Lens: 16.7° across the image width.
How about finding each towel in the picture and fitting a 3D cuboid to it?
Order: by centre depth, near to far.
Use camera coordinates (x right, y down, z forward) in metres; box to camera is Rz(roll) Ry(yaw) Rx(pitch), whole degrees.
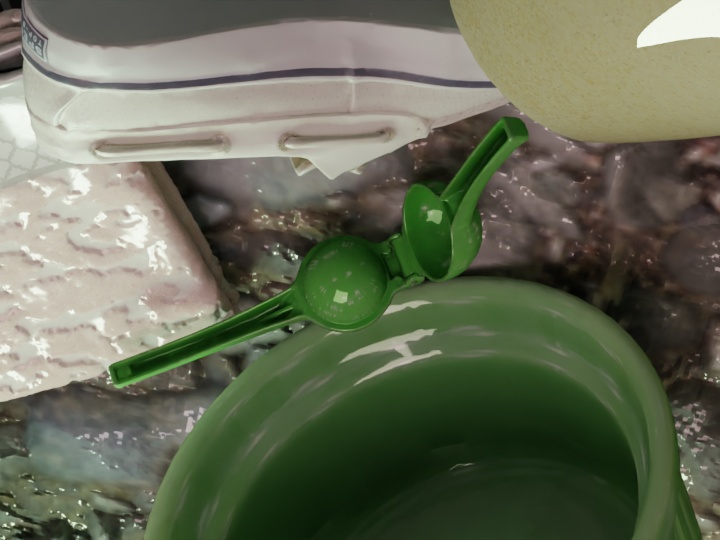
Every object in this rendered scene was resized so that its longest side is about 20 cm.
[{"bbox_3d":[-0.162,-0.005,0.875,0.200,0.032,0.191,-14,144,8],"label":"towel"}]

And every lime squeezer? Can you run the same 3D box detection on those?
[{"bbox_3d":[0.000,0.000,0.875,0.200,0.071,0.038,-30,89,33],"label":"lime squeezer"}]

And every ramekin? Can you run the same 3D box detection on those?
[{"bbox_3d":[0.030,0.109,0.883,0.200,0.200,0.098,-10,136,21],"label":"ramekin"}]

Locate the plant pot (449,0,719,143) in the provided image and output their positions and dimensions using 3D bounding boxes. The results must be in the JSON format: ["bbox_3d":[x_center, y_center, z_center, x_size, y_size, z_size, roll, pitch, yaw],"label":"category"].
[{"bbox_3d":[0.117,-0.116,0.686,0.187,0.188,0.200,37,143,-19],"label":"plant pot"}]

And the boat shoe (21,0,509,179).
[{"bbox_3d":[-0.010,-0.065,0.788,0.200,0.071,0.070,-7,135,-17],"label":"boat shoe"}]

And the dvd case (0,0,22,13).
[{"bbox_3d":[-0.169,-0.096,0.826,0.200,0.025,0.150,-13,129,5],"label":"dvd case"}]
